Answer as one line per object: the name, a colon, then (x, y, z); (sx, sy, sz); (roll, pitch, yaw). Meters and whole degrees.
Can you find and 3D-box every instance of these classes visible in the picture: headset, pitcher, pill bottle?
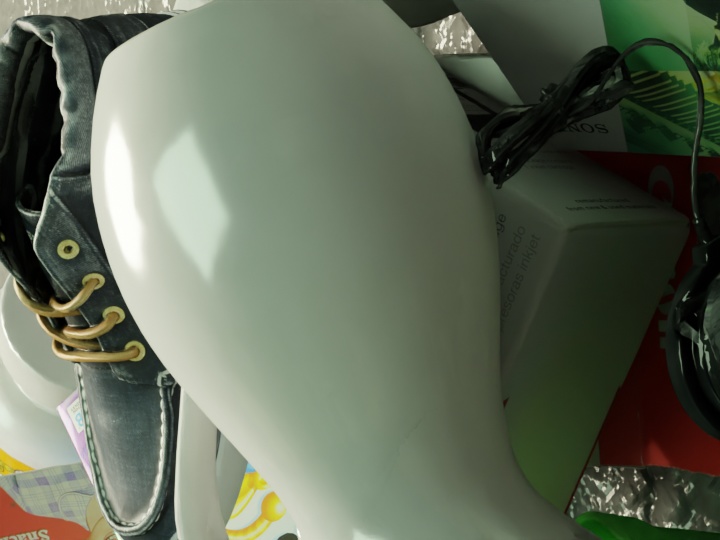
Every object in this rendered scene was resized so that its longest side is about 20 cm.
headset: (0.126, 0.013, 0.668); (0.200, 0.094, 0.124); (51, 152, 14)
pitcher: (-0.025, 0.019, 0.714); (0.171, 0.121, 0.201); (-20, 91, 43)
pill bottle: (-0.143, 0.065, 1.100); (0.200, 0.112, 0.113); (113, 140, -60)

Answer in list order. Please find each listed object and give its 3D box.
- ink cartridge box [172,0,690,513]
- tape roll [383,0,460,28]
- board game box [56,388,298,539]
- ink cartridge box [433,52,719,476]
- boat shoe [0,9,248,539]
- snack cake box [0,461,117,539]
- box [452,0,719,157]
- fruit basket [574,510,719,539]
ink cartridge box: (0.000, 0.000, 0.816); (0.200, 0.083, 0.146); (34, 113, 34)
tape roll: (-0.021, -0.196, 0.790); (0.139, 0.202, 0.204); (29, 121, 55)
board game box: (-0.027, 0.115, 0.926); (0.103, 0.105, 0.200); (-41, 54, 13)
ink cartridge box: (0.068, -0.003, 0.834); (0.200, 0.050, 0.162); (4, 100, 61)
boat shoe: (-0.092, 0.008, 0.781); (0.071, 0.091, 0.201); (5, 96, 41)
snack cake box: (-0.112, 0.149, 1.017); (0.115, 0.199, 0.067); (64, 145, 28)
box: (0.070, -0.114, 0.681); (0.144, 0.036, 0.200); (6, 143, 50)
fruit basket: (0.089, 0.195, 0.691); (0.155, 0.215, 0.216); (36, 126, 51)
